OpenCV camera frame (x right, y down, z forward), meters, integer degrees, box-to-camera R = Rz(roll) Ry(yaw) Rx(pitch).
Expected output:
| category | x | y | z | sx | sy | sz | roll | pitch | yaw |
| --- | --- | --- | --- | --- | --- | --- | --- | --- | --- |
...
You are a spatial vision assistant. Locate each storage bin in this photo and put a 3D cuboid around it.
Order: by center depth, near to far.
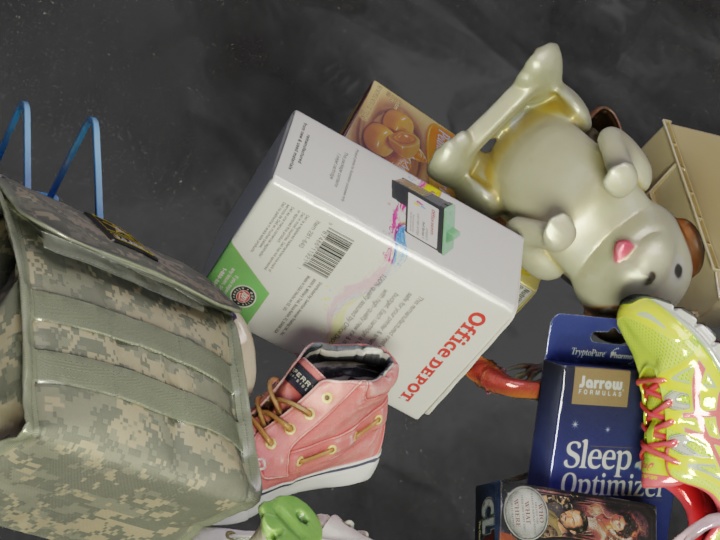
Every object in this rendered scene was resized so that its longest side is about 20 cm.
| category | x | y | z | sx | sy | sz | roll | pitch | yaw |
| --- | --- | --- | --- | --- | --- | --- | --- | --- | --- |
| storage bin | 0.353 | -0.021 | 1.368 | 0.198 | 0.094 | 0.200 | 10 | 52 | -27 |

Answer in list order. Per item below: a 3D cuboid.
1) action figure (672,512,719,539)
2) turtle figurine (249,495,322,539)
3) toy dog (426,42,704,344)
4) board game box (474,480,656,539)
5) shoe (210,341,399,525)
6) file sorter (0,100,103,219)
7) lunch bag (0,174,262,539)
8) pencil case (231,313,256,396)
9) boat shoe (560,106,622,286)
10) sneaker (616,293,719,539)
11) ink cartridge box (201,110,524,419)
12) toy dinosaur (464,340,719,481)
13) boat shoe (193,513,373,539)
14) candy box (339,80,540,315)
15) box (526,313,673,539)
| category | x | y | z | sx | sy | sz | roll | pitch | yaw |
| --- | --- | --- | --- | --- | --- | --- | --- | --- | --- |
| action figure | 0.277 | 0.284 | 1.045 | 0.199 | 0.134 | 0.150 | 30 | 32 | -41 |
| turtle figurine | -0.094 | 0.220 | 0.791 | 0.199 | 0.194 | 0.145 | 29 | 27 | -38 |
| toy dog | 0.167 | -0.037 | 1.149 | 0.139 | 0.194 | 0.200 | -40 | 71 | -9 |
| board game box | 0.140 | 0.253 | 1.006 | 0.134 | 0.035 | 0.203 | 12 | 70 | -26 |
| shoe | -0.057 | 0.102 | 0.986 | 0.199 | 0.092 | 0.071 | -7 | 31 | -43 |
| file sorter | -0.275 | -0.041 | 0.952 | 0.198 | 0.123 | 0.140 | 10 | 50 | -26 |
| lunch bag | -0.152 | 0.044 | 0.836 | 0.163 | 0.117 | 0.202 | 26 | 40 | -41 |
| pencil case | -0.159 | 0.077 | 0.965 | 0.199 | 0.077 | 0.090 | -21 | 92 | -41 |
| boat shoe | 0.204 | -0.069 | 1.322 | 0.075 | 0.072 | 0.202 | 19 | 48 | -19 |
| sneaker | 0.227 | 0.112 | 1.043 | 0.090 | 0.078 | 0.201 | -30 | 92 | -15 |
| ink cartridge box | 0.000 | 0.000 | 1.082 | 0.198 | 0.145 | 0.084 | 28 | 42 | -11 |
| toy dinosaur | 0.166 | 0.078 | 1.136 | 0.105 | 0.200 | 0.181 | 50 | 11 | 33 |
| boat shoe | -0.019 | 0.191 | 0.972 | 0.198 | 0.071 | 0.070 | 7 | 53 | -27 |
| candy box | 0.065 | -0.057 | 1.234 | 0.199 | 0.055 | 0.116 | 33 | 43 | -7 |
| box | 0.179 | 0.137 | 1.087 | 0.120 | 0.032 | 0.203 | 6 | 93 | -28 |
